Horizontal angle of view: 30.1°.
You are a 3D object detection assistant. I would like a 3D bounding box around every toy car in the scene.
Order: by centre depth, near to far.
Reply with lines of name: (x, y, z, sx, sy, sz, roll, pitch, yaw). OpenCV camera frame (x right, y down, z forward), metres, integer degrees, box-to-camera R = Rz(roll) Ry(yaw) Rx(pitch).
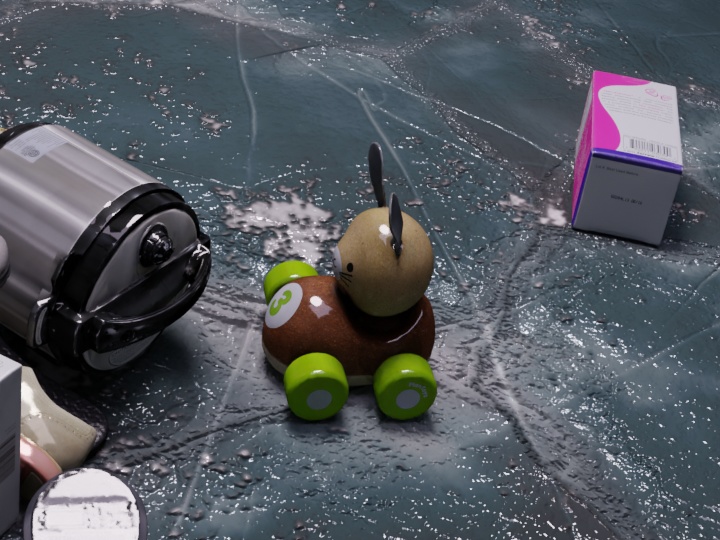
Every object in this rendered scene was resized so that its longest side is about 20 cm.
toy car: (0.000, 0.000, 1.155, 0.156, 0.202, 0.165, 1, 36, -14)

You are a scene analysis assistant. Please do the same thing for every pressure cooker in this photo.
pressure cooker: (-0.231, -0.010, 1.122, 0.199, 0.179, 0.177, 28, 80, 19)

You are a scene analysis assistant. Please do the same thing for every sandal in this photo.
sandal: (-0.296, 0.098, 1.086, 0.199, 0.045, 0.075, 33, 44, 6)

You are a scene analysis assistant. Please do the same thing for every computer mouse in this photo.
computer mouse: (-0.196, 0.230, 0.920, 0.137, 0.053, 0.201, 4, 46, -8)

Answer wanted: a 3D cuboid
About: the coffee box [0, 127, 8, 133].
coffee box: (-0.391, -0.080, 1.176, 0.199, 0.114, 0.080, 13, 18, -40)

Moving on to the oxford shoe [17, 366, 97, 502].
oxford shoe: (-0.293, 0.096, 1.027, 0.199, 0.071, 0.074, 38, 50, 5)

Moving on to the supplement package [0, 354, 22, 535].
supplement package: (-0.361, 0.120, 0.931, 0.198, 0.153, 0.151, 23, 35, 17)

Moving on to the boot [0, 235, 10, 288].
boot: (-0.327, -0.033, 0.913, 0.199, 0.133, 0.070, -17, 39, -41)

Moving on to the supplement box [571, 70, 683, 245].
supplement box: (0.298, -0.131, 1.505, 0.100, 0.104, 0.201, 12, 36, 3)
